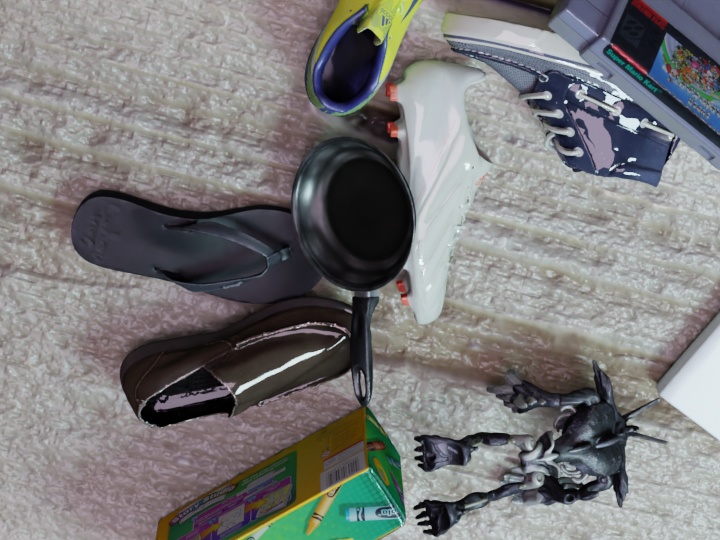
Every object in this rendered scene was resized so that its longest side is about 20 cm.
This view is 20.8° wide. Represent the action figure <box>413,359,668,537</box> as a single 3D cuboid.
[{"bbox_3d":[0.133,0.135,1.511,0.199,0.102,0.119,-13,102,-25],"label":"action figure"}]

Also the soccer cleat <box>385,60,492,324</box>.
[{"bbox_3d":[0.061,-0.056,1.460,0.077,0.069,0.201,-3,106,-4],"label":"soccer cleat"}]

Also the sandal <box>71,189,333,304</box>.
[{"bbox_3d":[-0.119,-0.012,1.480,0.199,0.043,0.076,5,108,-3],"label":"sandal"}]

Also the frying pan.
[{"bbox_3d":[0.011,-0.007,1.433,0.115,0.031,0.191,-25,86,40],"label":"frying pan"}]

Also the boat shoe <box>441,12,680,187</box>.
[{"bbox_3d":[0.146,-0.122,1.425,0.199,0.075,0.093,14,96,-10],"label":"boat shoe"}]

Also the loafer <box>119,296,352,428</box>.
[{"bbox_3d":[-0.086,0.082,1.492,0.199,0.071,0.073,-17,125,8],"label":"loafer"}]

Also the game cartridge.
[{"bbox_3d":[0.233,-0.159,1.402,0.200,0.130,0.038,37,139,-13],"label":"game cartridge"}]

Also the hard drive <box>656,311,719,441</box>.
[{"bbox_3d":[0.344,0.056,1.524,0.132,0.027,0.200,36,103,-13],"label":"hard drive"}]

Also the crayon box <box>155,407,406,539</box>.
[{"bbox_3d":[-0.065,0.195,1.512,0.199,0.119,0.058,-30,107,9],"label":"crayon box"}]

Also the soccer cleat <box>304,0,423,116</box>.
[{"bbox_3d":[0.020,-0.199,1.399,0.064,0.084,0.201,24,106,-9],"label":"soccer cleat"}]
